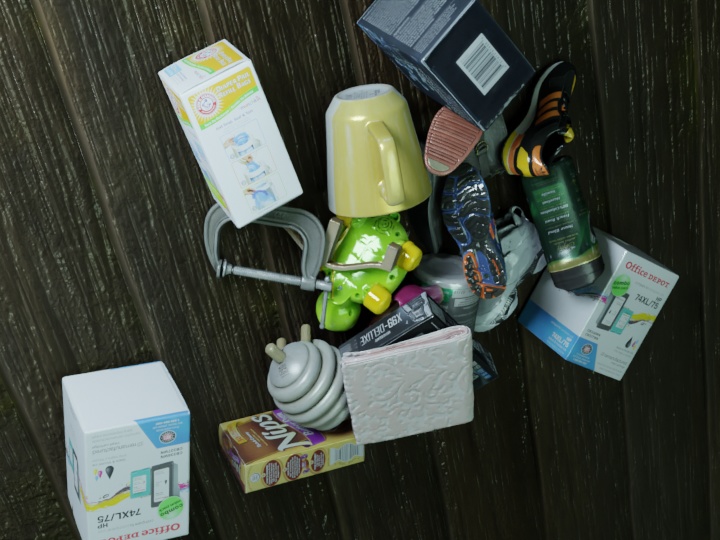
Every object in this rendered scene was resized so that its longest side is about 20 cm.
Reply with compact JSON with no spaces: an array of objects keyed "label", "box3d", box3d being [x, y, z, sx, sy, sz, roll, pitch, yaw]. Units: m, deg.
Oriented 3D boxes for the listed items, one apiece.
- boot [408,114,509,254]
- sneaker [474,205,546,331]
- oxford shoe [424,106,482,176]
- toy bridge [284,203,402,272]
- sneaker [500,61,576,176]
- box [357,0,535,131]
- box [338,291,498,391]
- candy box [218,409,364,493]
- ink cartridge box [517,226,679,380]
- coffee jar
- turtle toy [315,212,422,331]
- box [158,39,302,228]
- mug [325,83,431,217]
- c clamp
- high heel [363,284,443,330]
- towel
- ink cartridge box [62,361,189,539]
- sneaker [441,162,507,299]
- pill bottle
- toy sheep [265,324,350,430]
[{"label":"boot","box3d":[0.157,-0.136,1.655,0.172,0.069,0.203,-20,122,-21]},{"label":"sneaker","box3d":[0.216,-0.006,1.750,0.201,0.075,0.115,-50,126,-4]},{"label":"oxford shoe","box3d":[0.141,-0.210,1.563,0.070,0.074,0.202,27,68,2]},{"label":"toy bridge","box3d":[-0.043,-0.041,1.546,0.197,0.027,0.068,23,108,10]},{"label":"sneaker","box3d":[0.292,-0.221,1.644,0.202,0.089,0.070,-59,136,-15]},{"label":"box","box3d":[0.111,-0.298,1.466,0.107,0.200,0.148,-48,126,3]},{"label":"box","box3d":[0.087,0.133,1.613,0.157,0.050,0.200,-32,135,16]},{"label":"candy box","box3d":[-0.104,0.262,1.679,0.197,0.117,0.057,-13,120,-23]},{"label":"ink cartridge box","box3d":[0.392,0.046,1.823,0.145,0.146,0.202,20,103,-34]},{"label":"coffee jar","box3d":[0.314,-0.072,1.702,0.084,0.104,0.203,-17,93,17]},{"label":"turtle toy","box3d":[0.000,0.000,1.606,0.201,0.145,0.101,-55,165,6]},{"label":"box","box3d":[-0.168,-0.179,1.428,0.100,0.113,0.202,-28,124,-11]},{"label":"mug","box3d":[0.028,-0.168,1.509,0.148,0.185,0.156,-26,117,-37]},{"label":"c clamp","box3d":[-0.128,-0.013,1.537,0.197,0.027,0.173,15,116,-1]},{"label":"high heel","box3d":[0.035,0.084,1.647,0.095,0.068,0.199,-11,162,-46]},{"label":"towel","box3d":[0.071,0.168,1.584,0.188,0.033,0.202,-12,137,-4]},{"label":"ink cartridge box","box3d":[-0.325,0.259,1.529,0.145,0.146,0.203,-8,118,-24]},{"label":"sneaker","box3d":[0.167,-0.061,1.622,0.074,0.079,0.203,-10,105,13]},{"label":"pill bottle","box3d":[0.123,0.085,1.717,0.111,0.113,0.203,-6,116,-26]},{"label":"toy sheep","box3d":[-0.075,0.162,1.629,0.199,0.138,0.138,38,93,-34]}]
